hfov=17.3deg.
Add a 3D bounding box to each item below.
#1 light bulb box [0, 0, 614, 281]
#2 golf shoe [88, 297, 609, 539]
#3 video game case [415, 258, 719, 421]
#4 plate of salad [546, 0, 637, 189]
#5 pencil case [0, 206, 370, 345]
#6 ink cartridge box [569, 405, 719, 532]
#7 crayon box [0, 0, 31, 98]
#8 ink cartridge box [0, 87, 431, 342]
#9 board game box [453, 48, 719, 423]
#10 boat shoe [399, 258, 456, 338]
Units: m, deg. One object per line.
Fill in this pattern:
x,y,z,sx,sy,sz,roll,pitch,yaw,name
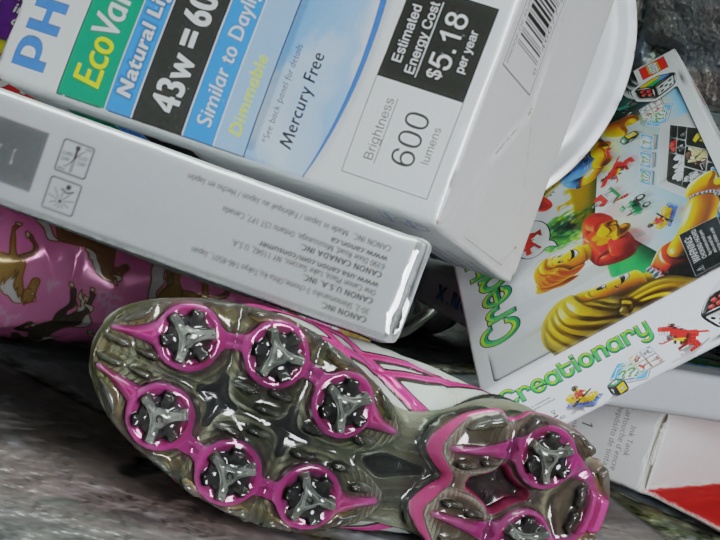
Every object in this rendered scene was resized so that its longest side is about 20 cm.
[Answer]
-0.008,-0.124,0.959,0.200,0.198,0.125,19,-5,20,light bulb box
-0.012,0.058,0.859,0.200,0.073,0.092,22,1,-23,golf shoe
0.148,0.039,1.078,0.200,0.022,0.182,10,9,-27,video game case
0.023,-0.108,1.056,0.200,0.200,0.048,17,-16,10,plate of salad
-0.091,0.000,1.008,0.200,0.083,0.087,10,-23,-25,pencil case
0.183,0.081,1.087,0.176,0.045,0.200,22,12,36,ink cartridge box
-0.127,-0.127,1.113,0.200,0.173,0.058,19,-22,13,crayon box
-0.077,-0.023,0.918,0.200,0.044,0.174,20,-3,-2,ink cartridge box
0.102,-0.015,0.999,0.035,0.126,0.200,56,11,-25,board game box
0.004,0.002,1.157,0.075,0.086,0.202,33,-15,17,boat shoe
